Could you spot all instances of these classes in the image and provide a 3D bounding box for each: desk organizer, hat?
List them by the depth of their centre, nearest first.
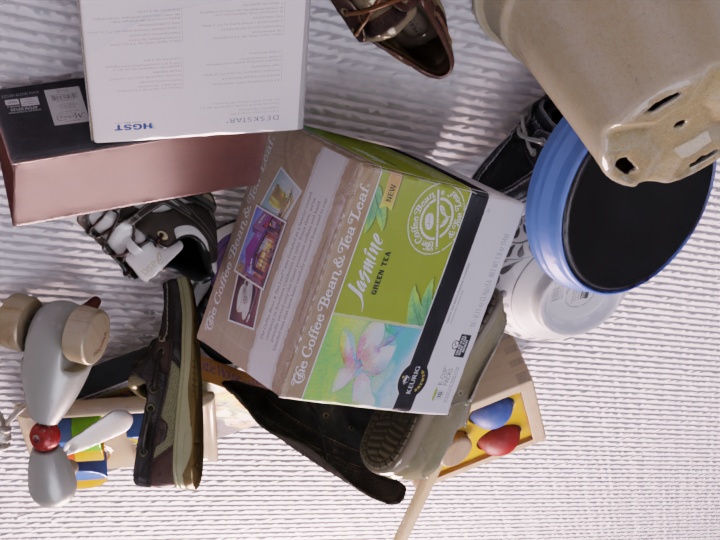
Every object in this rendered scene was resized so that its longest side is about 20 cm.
[{"bbox_3d":[-0.173,-0.098,1.218,0.200,0.072,0.077,-11,146,-21],"label":"desk organizer"},{"bbox_3d":[-0.026,0.129,1.501,0.081,0.200,0.201,-57,143,2],"label":"hat"}]

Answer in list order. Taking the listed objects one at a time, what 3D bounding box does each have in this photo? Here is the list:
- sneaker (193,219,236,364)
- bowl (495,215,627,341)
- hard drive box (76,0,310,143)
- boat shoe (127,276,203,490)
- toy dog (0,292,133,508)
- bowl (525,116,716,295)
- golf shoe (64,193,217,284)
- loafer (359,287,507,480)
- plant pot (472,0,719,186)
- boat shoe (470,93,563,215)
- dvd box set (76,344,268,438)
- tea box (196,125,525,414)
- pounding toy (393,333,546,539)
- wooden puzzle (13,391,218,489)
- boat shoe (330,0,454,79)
[{"bbox_3d":[-0.112,0.046,1.472,0.076,0.088,0.200,-12,148,-16],"label":"sneaker"},{"bbox_3d":[0.187,-0.002,1.502,0.200,0.094,0.201,-12,129,-16],"label":"bowl"},{"bbox_3d":[-0.115,-0.181,1.106,0.156,0.077,0.200,-4,146,-9],"label":"hard drive box"},{"bbox_3d":[-0.172,0.095,1.416,0.065,0.200,0.073,-3,149,-2],"label":"boat shoe"},{"bbox_3d":[-0.261,0.099,1.426,0.096,0.132,0.200,-35,155,-58],"label":"toy dog"},{"bbox_3d":[0.229,-0.071,1.391,0.200,0.039,0.201,-20,125,-31],"label":"bowl"},{"bbox_3d":[-0.186,-0.044,1.283,0.200,0.095,0.078,14,135,-43],"label":"golf shoe"},{"bbox_3d":[0.071,0.103,1.460,0.200,0.076,0.068,-57,136,-10],"label":"loafer"},{"bbox_3d":[0.210,-0.173,1.244,0.200,0.184,0.201,-16,149,-10],"label":"plant pot"},{"bbox_3d":[0.165,-0.118,1.409,0.200,0.072,0.068,-35,147,13],"label":"boat shoe"},{"bbox_3d":[-0.182,0.124,1.576,0.146,0.029,0.200,-21,153,27],"label":"dvd box set"},{"bbox_3d":[0.000,0.000,1.352,0.196,0.134,0.200,9,104,-41],"label":"tea box"},{"bbox_3d":[0.092,0.169,1.741,0.200,0.142,0.184,-22,149,0],"label":"pounding toy"},{"bbox_3d":[-0.231,0.170,1.566,0.185,0.046,0.200,-4,158,-6],"label":"wooden puzzle"},{"bbox_3d":[0.015,-0.201,1.184,0.072,0.072,0.200,-30,147,12],"label":"boat shoe"}]
